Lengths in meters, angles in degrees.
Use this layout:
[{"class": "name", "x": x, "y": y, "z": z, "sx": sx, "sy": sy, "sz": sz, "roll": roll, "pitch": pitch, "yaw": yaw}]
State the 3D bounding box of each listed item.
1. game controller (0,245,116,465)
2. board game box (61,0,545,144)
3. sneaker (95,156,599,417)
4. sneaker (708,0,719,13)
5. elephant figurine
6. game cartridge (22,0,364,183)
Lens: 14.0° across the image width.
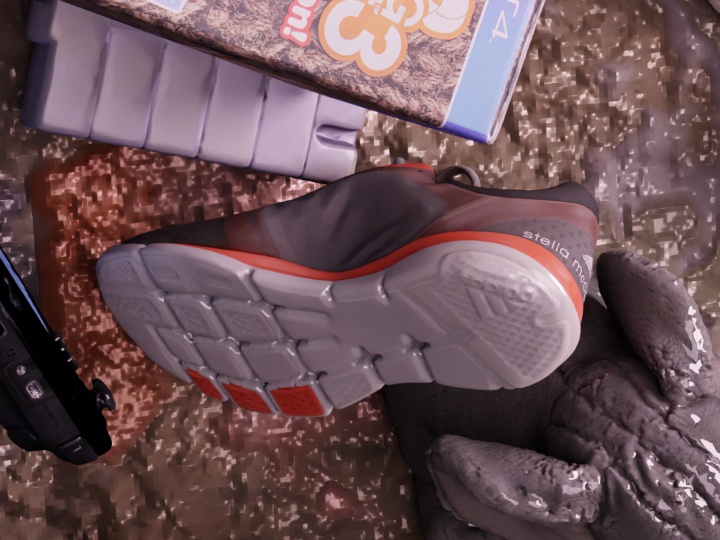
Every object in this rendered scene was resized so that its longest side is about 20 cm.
[{"class": "game controller", "x": -0.142, "y": -0.021, "z": 0.999, "sx": 0.042, "sy": 0.104, "sz": 0.200, "roll": -25, "pitch": 128, "yaw": 2}, {"class": "board game box", "x": -0.055, "y": -0.125, "z": 0.962, "sx": 0.200, "sy": 0.159, "sz": 0.097, "roll": 19, "pitch": 92, "yaw": -21}, {"class": "sneaker", "x": 0.000, "y": 0.000, "z": 1.061, "sx": 0.082, "sy": 0.200, "sz": 0.077, "roll": -60, "pitch": 140, "yaw": -41}, {"class": "sneaker", "x": 0.210, "y": -0.182, "z": 1.115, "sx": 0.074, "sy": 0.118, "sz": 0.200, "roll": 36, "pitch": 84, "yaw": 0}, {"class": "elephant figurine", "x": 0.094, "y": 0.059, "z": 1.069, "sx": 0.155, "sy": 0.200, "sz": 0.142, "roll": 2, "pitch": 97, "yaw": -20}, {"class": "game cartridge", "x": -0.047, "y": -0.140, "z": 1.072, "sx": 0.130, "sy": 0.038, "sz": 0.200, "roll": 11, "pitch": 94, "yaw": -17}]
